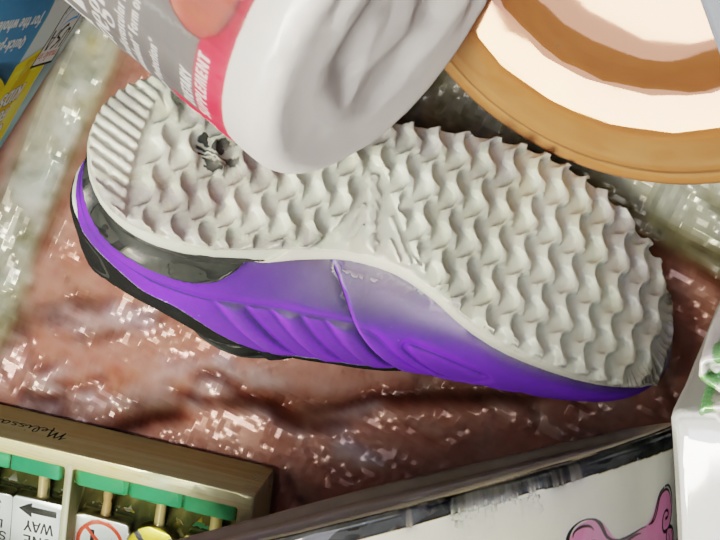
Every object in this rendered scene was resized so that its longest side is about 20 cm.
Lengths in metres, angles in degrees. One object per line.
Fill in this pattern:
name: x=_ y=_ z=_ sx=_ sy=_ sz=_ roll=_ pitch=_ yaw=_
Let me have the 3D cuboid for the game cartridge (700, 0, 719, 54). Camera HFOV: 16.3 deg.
game cartridge: x=0.188 y=-0.079 z=0.663 sx=0.199 sy=0.041 sz=0.134 roll=2 pitch=148 yaw=22

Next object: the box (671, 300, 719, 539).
box: x=0.201 y=0.115 z=0.753 sx=0.197 sy=0.131 sz=0.202 roll=1 pitch=107 yaw=16

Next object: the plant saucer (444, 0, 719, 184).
plant saucer: x=0.095 y=-0.120 z=0.759 sx=0.199 sy=0.037 sz=0.202 roll=5 pitch=109 yaw=14

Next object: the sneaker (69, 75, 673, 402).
sneaker: x=0.000 y=-0.001 z=0.812 sx=0.199 sy=0.070 sz=0.100 roll=19 pitch=152 yaw=-11

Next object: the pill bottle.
pill bottle: x=-0.060 y=-0.128 z=0.746 sx=0.200 sy=0.110 sz=0.111 roll=40 pitch=115 yaw=20

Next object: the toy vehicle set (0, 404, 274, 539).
toy vehicle set: x=-0.134 y=0.110 z=0.902 sx=0.199 sy=0.027 sz=0.125 roll=11 pitch=110 yaw=12

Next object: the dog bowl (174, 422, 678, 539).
dog bowl: x=0.009 y=0.104 z=0.760 sx=0.199 sy=0.200 sz=0.074 roll=-15 pitch=87 yaw=20

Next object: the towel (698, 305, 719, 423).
towel: x=0.203 y=0.006 z=0.705 sx=0.198 sy=0.153 sz=0.024 roll=0 pitch=111 yaw=17

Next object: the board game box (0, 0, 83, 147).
board game box: x=-0.172 y=-0.019 z=0.790 sx=0.047 sy=0.151 sz=0.201 roll=36 pitch=106 yaw=6
